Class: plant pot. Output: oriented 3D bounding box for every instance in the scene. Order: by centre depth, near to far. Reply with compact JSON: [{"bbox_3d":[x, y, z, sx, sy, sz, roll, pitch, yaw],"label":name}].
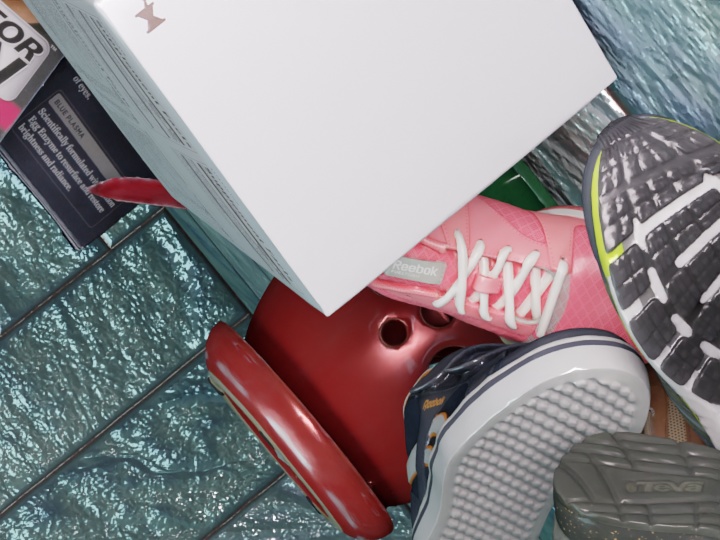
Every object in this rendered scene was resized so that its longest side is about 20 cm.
[{"bbox_3d":[0.015,0.065,1.116,0.200,0.182,0.200,47,170,11],"label":"plant pot"}]

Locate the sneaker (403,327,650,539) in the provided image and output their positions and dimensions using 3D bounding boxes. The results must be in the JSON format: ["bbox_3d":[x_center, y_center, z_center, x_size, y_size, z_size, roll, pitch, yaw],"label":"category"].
[{"bbox_3d":[0.062,0.063,0.736,0.200,0.078,0.079,117,153,-54],"label":"sneaker"}]

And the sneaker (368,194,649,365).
[{"bbox_3d":[0.047,0.000,0.764,0.200,0.074,0.087,22,-158,19],"label":"sneaker"}]

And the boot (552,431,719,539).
[{"bbox_3d":[0.162,0.136,0.637,0.200,0.068,0.131,10,126,18],"label":"boot"}]

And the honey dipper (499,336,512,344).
[{"bbox_3d":[0.118,0.058,0.930,0.038,0.038,0.200,58,177,-41],"label":"honey dipper"}]

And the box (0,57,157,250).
[{"bbox_3d":[-0.150,-0.155,0.955,0.197,0.200,0.117,44,170,38],"label":"box"}]

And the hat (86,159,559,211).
[{"bbox_3d":[0.000,0.000,0.899,0.200,0.176,0.166,49,172,15],"label":"hat"}]

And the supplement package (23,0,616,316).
[{"bbox_3d":[-0.032,-0.107,0.697,0.151,0.152,0.200,55,171,-26],"label":"supplement package"}]

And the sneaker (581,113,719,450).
[{"bbox_3d":[0.132,0.019,0.658,0.200,0.074,0.081,58,173,-32],"label":"sneaker"}]

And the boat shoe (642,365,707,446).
[{"bbox_3d":[0.129,0.088,0.755,0.200,0.072,0.076,-97,2,-54],"label":"boat shoe"}]

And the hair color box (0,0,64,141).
[{"bbox_3d":[-0.175,-0.151,0.818,0.099,0.200,0.061,41,158,-23],"label":"hair color box"}]
